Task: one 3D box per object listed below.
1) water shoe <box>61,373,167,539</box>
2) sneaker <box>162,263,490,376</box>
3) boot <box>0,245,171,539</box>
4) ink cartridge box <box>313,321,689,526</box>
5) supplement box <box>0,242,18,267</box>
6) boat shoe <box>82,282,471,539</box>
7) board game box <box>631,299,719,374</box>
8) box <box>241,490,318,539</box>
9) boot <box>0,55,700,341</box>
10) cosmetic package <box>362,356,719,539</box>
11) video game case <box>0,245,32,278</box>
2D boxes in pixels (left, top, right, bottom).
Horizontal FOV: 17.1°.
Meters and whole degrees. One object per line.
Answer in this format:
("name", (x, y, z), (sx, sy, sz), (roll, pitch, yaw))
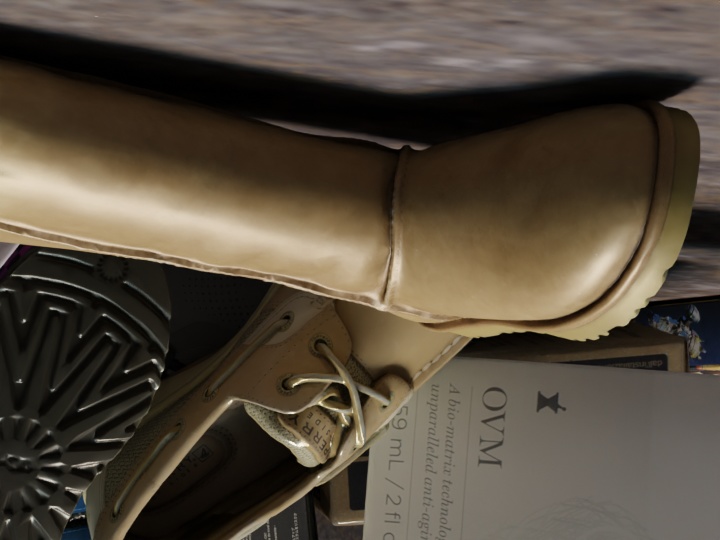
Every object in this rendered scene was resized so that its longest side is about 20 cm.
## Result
("water shoe", (-0.102, 0.104, 0.982), (0.079, 0.201, 0.071), (31, -172, 24))
("sneaker", (0.000, 0.000, 0.920), (0.087, 0.075, 0.199), (-17, 171, 40))
("boot", (-0.134, 0.046, 0.902), (0.072, 0.182, 0.200), (28, -172, -12))
("ink cartridge box", (0.048, 0.063, 1.110), (0.164, 0.076, 0.200), (-3, -177, -9))
("supplement box", (-0.184, 0.011, 0.866), (0.061, 0.109, 0.200), (40, 165, -9))
("boat shoe", (-0.017, 0.043, 0.841), (0.200, 0.065, 0.072), (-37, 120, 14))
("board game box", (0.210, 0.041, 1.195), (0.135, 0.035, 0.200), (8, 172, -29))
("box", (-0.037, 0.145, 0.979), (0.049, 0.201, 0.161), (-5, -178, -3))
("boot", (-0.025, -0.025, 0.701), (0.199, 0.067, 0.175), (13, 161, -22))
("cosmetic package", (0.100, 0.141, 0.918), (0.199, 0.201, 0.123), (3, 172, 5))
("video game case", (-0.115, 0.004, 1.091), (0.199, 0.036, 0.181), (-3, 170, 45))
